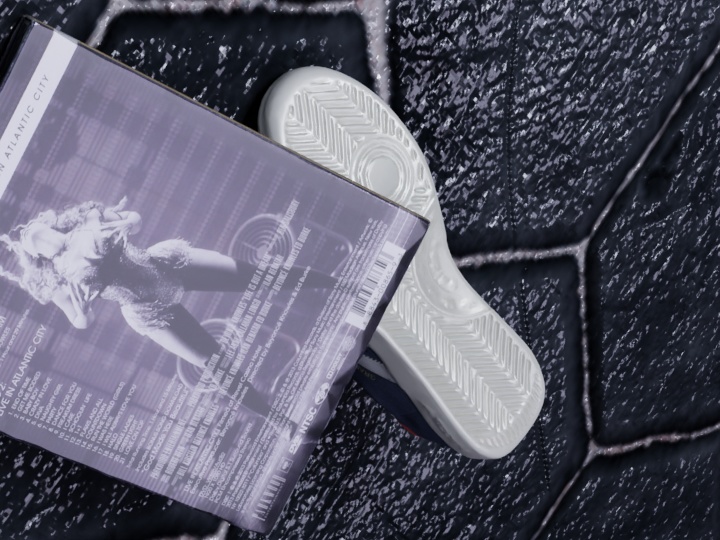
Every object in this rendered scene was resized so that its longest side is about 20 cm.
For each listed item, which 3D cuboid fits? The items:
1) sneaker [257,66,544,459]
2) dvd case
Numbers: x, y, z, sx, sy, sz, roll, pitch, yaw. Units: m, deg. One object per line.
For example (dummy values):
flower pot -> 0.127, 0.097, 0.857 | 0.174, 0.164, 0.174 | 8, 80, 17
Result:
sneaker -> 0.000, 0.000, 1.012 | 0.075, 0.084, 0.201 | -41, 115, -26
dvd case -> -0.082, 0.008, 0.905 | 0.199, 0.016, 0.149 | 25, 94, -34
